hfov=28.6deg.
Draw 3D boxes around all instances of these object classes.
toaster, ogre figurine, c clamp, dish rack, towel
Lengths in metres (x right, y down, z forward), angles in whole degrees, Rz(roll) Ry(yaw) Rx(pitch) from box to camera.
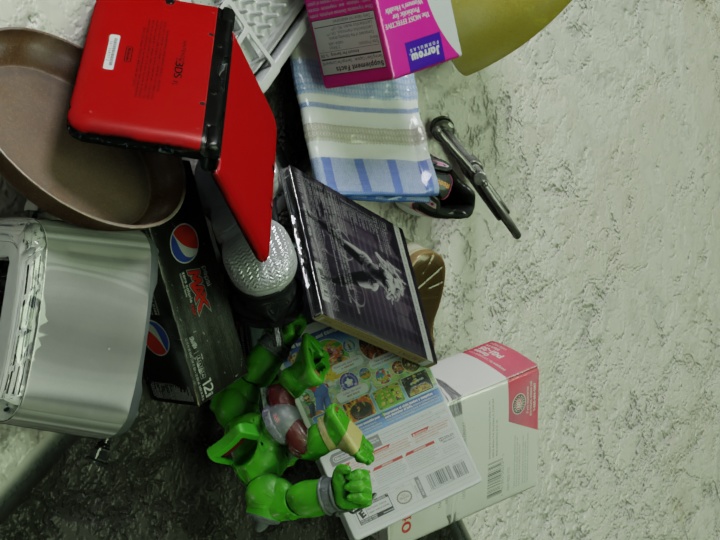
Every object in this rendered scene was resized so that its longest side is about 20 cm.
[{"bbox_3d":[-0.241,0.049,1.090,0.128,0.113,0.203,13,82,-46],"label":"toaster"},{"bbox_3d":[-0.069,0.139,1.253,0.201,0.119,0.098,61,15,11],"label":"ogre figurine"},{"bbox_3d":[0.117,-0.113,1.503,0.027,0.200,0.171,-37,110,5],"label":"c clamp"},{"bbox_3d":[-0.109,-0.277,1.296,0.172,0.043,0.201,55,51,-33],"label":"dish rack"},{"bbox_3d":[0.002,-0.164,1.383,0.146,0.024,0.202,0,73,-35],"label":"towel"}]

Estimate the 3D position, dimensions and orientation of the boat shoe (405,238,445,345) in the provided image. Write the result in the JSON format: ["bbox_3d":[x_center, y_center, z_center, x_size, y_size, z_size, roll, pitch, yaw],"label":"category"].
[{"bbox_3d":[0.034,0.065,1.457,0.072,0.065,0.202,-4,113,-38],"label":"boat shoe"}]

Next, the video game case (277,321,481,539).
[{"bbox_3d":[0.013,0.134,1.332,0.142,0.018,0.202,-20,79,-23],"label":"video game case"}]

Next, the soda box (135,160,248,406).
[{"bbox_3d":[-0.163,0.011,1.219,0.071,0.063,0.202,-32,115,-46],"label":"soda box"}]

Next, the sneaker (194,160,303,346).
[{"bbox_3d":[-0.098,-0.024,1.260,0.115,0.075,0.201,84,-9,-46],"label":"sneaker"}]

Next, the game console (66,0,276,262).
[{"bbox_3d":[-0.148,-0.121,1.165,0.201,0.170,0.120,-91,-168,-49],"label":"game console"}]

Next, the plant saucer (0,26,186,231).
[{"bbox_3d":[-0.225,-0.103,1.097,0.199,0.034,0.201,32,33,-23],"label":"plant saucer"}]

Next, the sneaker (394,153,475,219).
[{"bbox_3d":[0.051,-0.102,1.451,0.199,0.086,0.081,16,92,-49],"label":"sneaker"}]

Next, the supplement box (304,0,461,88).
[{"bbox_3d":[0.009,-0.282,1.318,0.101,0.103,0.202,-25,108,-39],"label":"supplement box"}]

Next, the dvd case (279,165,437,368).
[{"bbox_3d":[0.000,0.000,1.300,0.199,0.016,0.150,26,44,-53],"label":"dvd case"}]

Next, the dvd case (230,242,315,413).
[{"bbox_3d":[-0.060,0.076,1.380,0.145,0.022,0.203,-20,107,-49],"label":"dvd case"}]

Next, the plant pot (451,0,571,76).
[{"bbox_3d":[0.150,-0.322,1.481,0.200,0.140,0.203,-15,90,-73],"label":"plant pot"}]

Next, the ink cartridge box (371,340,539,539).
[{"bbox_3d":[0.084,0.175,1.448,0.198,0.083,0.148,-17,119,-31],"label":"ink cartridge box"}]
